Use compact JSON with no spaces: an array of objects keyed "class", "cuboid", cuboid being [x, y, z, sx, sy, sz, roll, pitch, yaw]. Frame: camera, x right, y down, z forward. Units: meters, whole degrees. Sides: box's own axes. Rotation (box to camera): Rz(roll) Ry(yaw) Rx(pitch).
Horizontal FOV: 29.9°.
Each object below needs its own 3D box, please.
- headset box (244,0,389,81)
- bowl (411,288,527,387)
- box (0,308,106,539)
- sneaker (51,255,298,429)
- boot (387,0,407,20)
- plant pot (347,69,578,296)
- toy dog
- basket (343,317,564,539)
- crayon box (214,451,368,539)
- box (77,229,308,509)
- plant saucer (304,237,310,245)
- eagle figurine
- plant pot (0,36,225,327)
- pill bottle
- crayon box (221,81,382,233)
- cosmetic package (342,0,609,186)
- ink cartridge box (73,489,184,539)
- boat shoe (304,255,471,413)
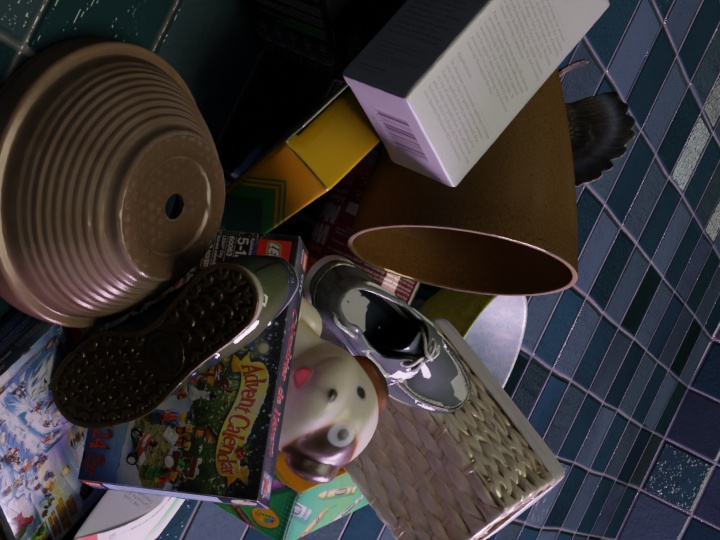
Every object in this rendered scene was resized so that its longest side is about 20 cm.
[{"class":"headset box","cuboid":[-0.012,-0.272,1.035,0.174,0.093,0.200,-50,151,-26]},{"class":"bowl","cuboid":[0.095,0.089,1.538,0.200,0.107,0.201,-44,148,-37]},{"class":"box","cuboid":[-0.238,0.116,1.013,0.137,0.040,0.200,-47,149,-34]},{"class":"sneaker","cuboid":[-0.123,0.048,0.953,0.200,0.067,0.090,-32,176,30]},{"class":"boot","cuboid":[0.090,-0.269,1.042,0.200,0.077,0.139,-51,147,-27]},{"class":"plant pot","cuboid":[0.096,-0.100,1.104,0.186,0.186,0.201,38,59,-64]},{"class":"toy dog","cuboid":[-0.079,0.092,1.107,0.140,0.200,0.194,-48,149,-30]},{"class":"basket","cuboid":[0.071,0.168,1.285,0.136,0.200,0.123,-44,168,29]},{"class":"crayon box","cuboid":[-0.061,0.193,1.325,0.200,0.119,0.058,-11,122,-60]},{"class":"box","cuboid":[-0.121,0.068,1.002,0.038,0.136,0.201,63,33,-69]},{"class":"plant saucer","cuboid":[-0.046,0.040,1.324,0.200,0.027,0.201,-42,146,-37]},{"class":"eagle figurine","cuboid":[0.136,-0.153,1.255,0.199,0.151,0.152,14,77,-31]},{"class":"plant pot","cuboid":[-0.157,-0.053,0.913,0.201,0.092,0.202,-24,121,-49]},{"class":"pill bottle","cuboid":[0.000,0.000,1.219,0.201,0.109,0.110,-65,154,-2]},{"class":"crayon box","cuboid":[-0.032,-0.098,1.064,0.126,0.052,0.200,-46,-172,-29]},{"class":"cosmetic package","cuboid":[0.089,-0.172,0.995,0.200,0.071,0.102,-49,137,-16]},{"class":"ink cartridge box","cuboid":[-0.197,0.217,1.108,0.200,0.050,0.161,-57,177,-22]},{"class":"boat shoe","cuboid":[0.032,0.066,1.152,0.073,0.062,0.200,-48,119,-4]}]
